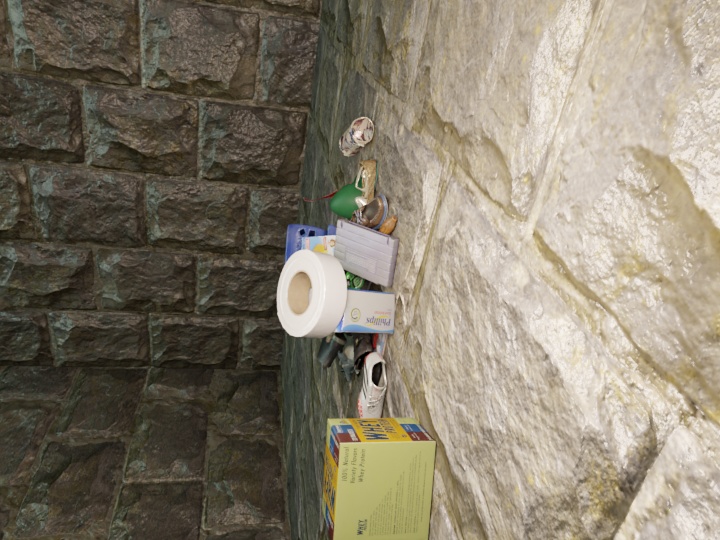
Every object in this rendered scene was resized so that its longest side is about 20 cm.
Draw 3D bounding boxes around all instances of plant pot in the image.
[{"bbox_3d":[-0.118,-0.030,1.654,0.199,0.175,0.207,32,-124,-64],"label":"plant pot"}]

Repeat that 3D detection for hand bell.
[{"bbox_3d":[0.047,-0.084,1.406,0.200,0.101,0.107,-50,38,48],"label":"hand bell"}]

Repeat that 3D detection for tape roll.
[{"bbox_3d":[-0.119,0.057,1.242,0.199,0.070,0.209,-10,76,47],"label":"tape roll"}]

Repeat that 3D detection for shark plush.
[{"bbox_3d":[-0.032,0.299,1.627,0.083,0.090,0.203,42,133,22],"label":"shark plush"}]

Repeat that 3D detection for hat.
[{"bbox_3d":[-0.095,-0.238,1.780,0.202,0.170,0.170,114,155,-55],"label":"hat"}]

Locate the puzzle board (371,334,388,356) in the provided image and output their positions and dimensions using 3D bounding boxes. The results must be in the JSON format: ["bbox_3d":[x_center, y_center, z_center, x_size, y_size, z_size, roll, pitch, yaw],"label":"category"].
[{"bbox_3d":[0.042,0.188,1.451,0.152,0.017,0.205,-110,27,-59],"label":"puzzle board"}]

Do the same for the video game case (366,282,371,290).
[{"bbox_3d":[0.000,0.000,1.653,0.185,0.022,0.204,108,160,-46],"label":"video game case"}]

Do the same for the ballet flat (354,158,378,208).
[{"bbox_3d":[0.014,-0.231,1.562,0.070,0.063,0.207,171,102,-74],"label":"ballet flat"}]

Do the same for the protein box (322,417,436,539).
[{"bbox_3d":[0.032,0.419,1.057,0.135,0.194,0.206,-164,78,-75],"label":"protein box"}]

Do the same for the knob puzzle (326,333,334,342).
[{"bbox_3d":[-0.052,0.096,1.565,0.223,0.030,0.220,-58,8,12],"label":"knob puzzle"}]

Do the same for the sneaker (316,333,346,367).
[{"bbox_3d":[-0.105,0.227,1.680,0.108,0.074,0.200,-58,13,7],"label":"sneaker"}]

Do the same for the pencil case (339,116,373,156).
[{"bbox_3d":[-0.017,-0.432,1.707,0.092,0.076,0.200,-68,13,-6],"label":"pencil case"}]

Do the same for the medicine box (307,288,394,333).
[{"bbox_3d":[-0.040,0.103,1.332,0.197,0.179,0.107,-3,82,47],"label":"medicine box"}]

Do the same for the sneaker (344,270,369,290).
[{"bbox_3d":[-0.013,-0.027,1.511,0.077,0.085,0.203,-25,36,26],"label":"sneaker"}]

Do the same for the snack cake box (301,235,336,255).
[{"bbox_3d":[-0.110,0.008,1.506,0.067,0.112,0.207,31,-122,-67],"label":"snack cake box"}]

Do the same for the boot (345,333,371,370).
[{"bbox_3d":[-0.011,0.198,1.485,0.201,0.067,0.179,116,156,-55],"label":"boot"}]

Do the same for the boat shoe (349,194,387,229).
[{"bbox_3d":[0.013,-0.143,1.479,0.200,0.071,0.074,-50,53,54],"label":"boat shoe"}]

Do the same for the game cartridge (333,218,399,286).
[{"bbox_3d":[0.011,-0.047,1.381,0.197,0.038,0.134,23,118,35],"label":"game cartridge"}]

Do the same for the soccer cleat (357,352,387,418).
[{"bbox_3d":[0.035,0.316,1.352,0.085,0.067,0.207,-173,88,-72],"label":"soccer cleat"}]
